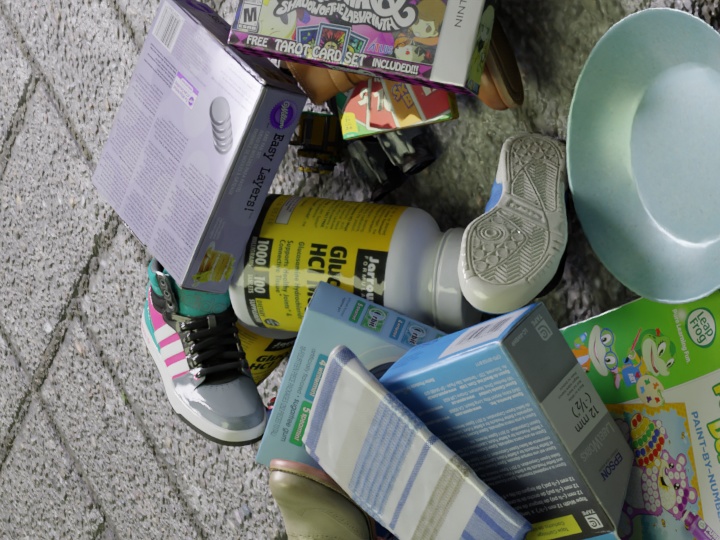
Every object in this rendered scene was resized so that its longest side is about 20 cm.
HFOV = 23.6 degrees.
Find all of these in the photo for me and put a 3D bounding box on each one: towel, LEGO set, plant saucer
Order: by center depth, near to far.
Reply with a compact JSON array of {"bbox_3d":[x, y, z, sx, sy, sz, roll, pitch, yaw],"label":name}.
[{"bbox_3d":[0.219,-0.079,1.189,0.200,0.038,0.203,19,113,55],"label":"plant saucer"},{"bbox_3d":[0.038,0.155,1.287,0.200,0.024,0.147,42,147,18],"label":"towel"},{"bbox_3d":[-0.114,-0.092,1.548,0.199,0.153,0.117,13,99,42],"label":"LEGO set"}]

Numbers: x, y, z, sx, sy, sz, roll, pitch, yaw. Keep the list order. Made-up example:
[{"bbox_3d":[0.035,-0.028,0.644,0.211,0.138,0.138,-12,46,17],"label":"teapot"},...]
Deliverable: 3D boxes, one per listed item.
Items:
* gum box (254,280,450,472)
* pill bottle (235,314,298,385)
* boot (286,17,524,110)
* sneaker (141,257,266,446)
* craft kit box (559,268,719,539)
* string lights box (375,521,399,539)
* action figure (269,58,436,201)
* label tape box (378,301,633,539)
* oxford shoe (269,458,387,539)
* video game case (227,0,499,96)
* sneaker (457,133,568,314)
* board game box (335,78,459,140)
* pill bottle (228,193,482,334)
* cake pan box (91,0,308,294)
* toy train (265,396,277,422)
[{"bbox_3d":[0.031,0.121,1.387,0.198,0.045,0.171,22,125,2],"label":"gum box"},{"bbox_3d":[-0.099,0.029,1.606,0.113,0.112,0.200,60,144,14],"label":"pill bottle"},{"bbox_3d":[0.021,-0.172,1.323,0.155,0.077,0.201,-36,83,16],"label":"boot"},{"bbox_3d":[-0.129,0.047,1.470,0.200,0.083,0.122,51,142,43],"label":"sneaker"},{"bbox_3d":[0.218,0.121,1.245,0.197,0.048,0.202,-25,74,44],"label":"craft kit box"},{"bbox_3d":[0.035,0.166,1.511,0.059,0.102,0.202,36,132,36],"label":"string lights box"},{"bbox_3d":[-0.014,-0.161,1.446,0.130,0.069,0.201,-36,84,35],"label":"action figure"},{"bbox_3d":[0.119,0.137,1.266,0.143,0.066,0.201,-23,104,47],"label":"label tape box"},{"bbox_3d":[-0.027,0.225,1.412,0.070,0.074,0.201,6,146,34],"label":"oxford shoe"},{"bbox_3d":[0.013,-0.235,1.279,0.198,0.036,0.183,14,87,22],"label":"video game case"},{"bbox_3d":[0.113,-0.004,1.274,0.076,0.201,0.112,8,127,7],"label":"sneaker"},{"bbox_3d":[0.015,-0.212,1.376,0.095,0.030,0.202,-9,91,19],"label":"board game box"},{"bbox_3d":[0.000,0.000,1.419,0.198,0.112,0.114,6,114,18],"label":"pill bottle"},{"bbox_3d":[-0.139,-0.108,1.419,0.200,0.052,0.186,43,114,46],"label":"cake pan box"},{"bbox_3d":[-0.044,0.164,1.548,0.084,0.200,0.117,-22,88,10],"label":"toy train"}]
